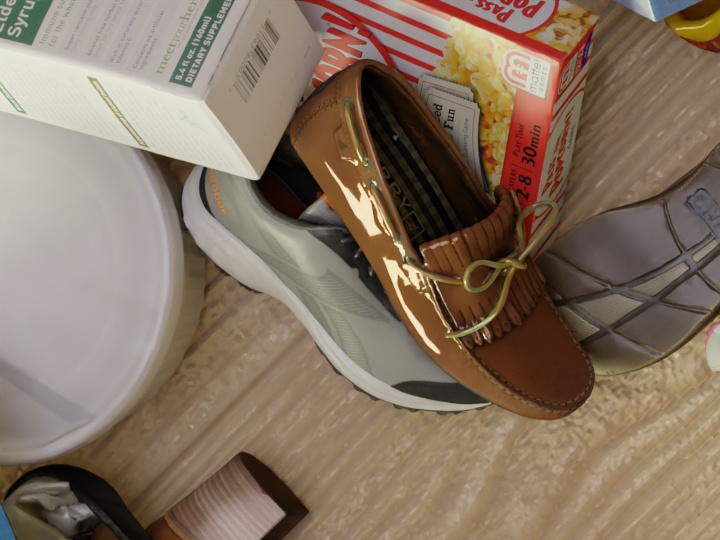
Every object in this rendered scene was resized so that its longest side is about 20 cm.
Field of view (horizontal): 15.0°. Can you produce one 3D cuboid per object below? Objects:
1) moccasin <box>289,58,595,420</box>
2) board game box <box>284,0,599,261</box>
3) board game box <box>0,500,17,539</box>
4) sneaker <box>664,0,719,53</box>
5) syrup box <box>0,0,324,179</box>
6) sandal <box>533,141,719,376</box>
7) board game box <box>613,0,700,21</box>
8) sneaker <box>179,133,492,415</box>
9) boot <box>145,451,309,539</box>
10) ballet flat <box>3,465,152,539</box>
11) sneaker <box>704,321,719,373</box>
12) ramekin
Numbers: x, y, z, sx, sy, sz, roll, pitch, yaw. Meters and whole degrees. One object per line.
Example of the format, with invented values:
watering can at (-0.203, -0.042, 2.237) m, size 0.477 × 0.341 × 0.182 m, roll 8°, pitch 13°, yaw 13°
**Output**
moccasin at (0.049, -0.015, 1.329) m, size 0.202 × 0.073 × 0.078 m, roll 59°, pitch 145°, yaw 0°
board game box at (0.013, -0.096, 1.377) m, size 0.199 × 0.046 × 0.152 m, roll 24°, pitch 136°, yaw 18°
board game box at (-0.243, 0.151, 1.418) m, size 0.200 × 0.056 × 0.197 m, roll -15°, pitch 99°, yaw 57°
sneaker at (0.162, -0.209, 1.356) m, size 0.073 × 0.077 × 0.201 m, roll -19°, pitch 82°, yaw 19°
syrup box at (-0.127, -0.117, 1.347) m, size 0.199 × 0.082 × 0.079 m, roll 17°, pitch 70°, yaw 28°
sandal at (0.169, -0.016, 1.362) m, size 0.200 × 0.054 × 0.081 m, roll -38°, pitch 77°, yaw 13°
board game box at (0.093, -0.230, 1.300) m, size 0.036 × 0.151 × 0.201 m, roll -27°, pitch 116°, yaw -12°
sneaker at (0.000, 0.000, 1.383) m, size 0.200 × 0.074 × 0.079 m, roll 36°, pitch 144°, yaw -1°
boot at (-0.057, 0.214, 1.422) m, size 0.155 × 0.077 × 0.200 m, roll -47°, pitch 74°, yaw 11°
ballet flat at (-0.146, 0.143, 1.406) m, size 0.200 × 0.068 × 0.068 m, roll 27°, pitch 88°, yaw 49°
sneaker at (0.255, 0.079, 1.319) m, size 0.199 × 0.081 × 0.089 m, roll 21°, pitch 94°, yaw 18°
ramekin at (-0.175, 0.002, 1.455) m, size 0.201 × 0.094 × 0.204 m, roll 0°, pitch 89°, yaw 18°
